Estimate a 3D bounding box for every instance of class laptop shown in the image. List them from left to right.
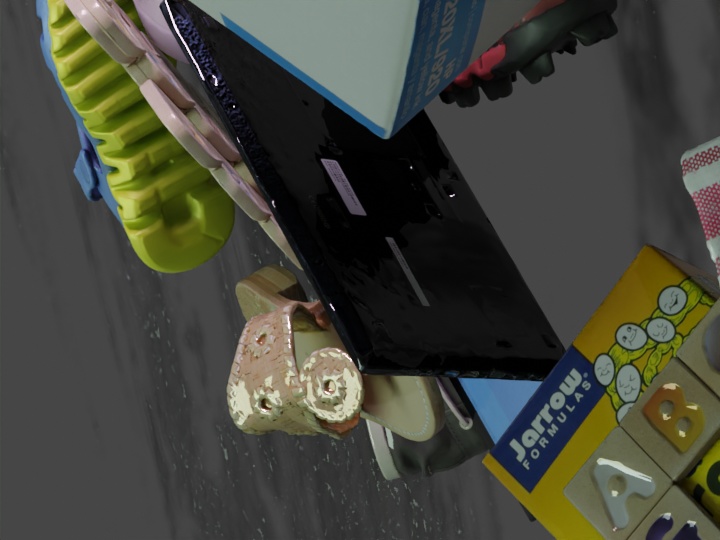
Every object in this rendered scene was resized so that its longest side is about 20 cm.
[{"bbox_3d":[0.000,0.000,1.163,0.103,0.199,0.178,-46,60,29],"label":"laptop"}]

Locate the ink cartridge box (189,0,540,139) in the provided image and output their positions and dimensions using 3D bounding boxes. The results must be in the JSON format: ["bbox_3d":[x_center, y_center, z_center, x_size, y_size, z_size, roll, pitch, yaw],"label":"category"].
[{"bbox_3d":[0.024,-0.181,1.001,0.147,0.200,0.145,35,147,19],"label":"ink cartridge box"}]

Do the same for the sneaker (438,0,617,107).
[{"bbox_3d":[0.031,-0.123,1.216,0.200,0.071,0.098,10,125,61],"label":"sneaker"}]

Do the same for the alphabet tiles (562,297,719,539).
[{"bbox_3d":[0.182,0.055,1.012,0.200,0.008,0.167,-52,55,12],"label":"alphabet tiles"}]

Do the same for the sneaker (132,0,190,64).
[{"bbox_3d":[-0.086,-0.163,1.395,0.200,0.073,0.085,41,149,41],"label":"sneaker"}]

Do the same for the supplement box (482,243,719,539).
[{"bbox_3d":[0.162,0.099,1.085,0.200,0.109,0.109,44,-168,35],"label":"supplement box"}]

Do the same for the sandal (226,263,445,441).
[{"bbox_3d":[-0.030,0.050,1.327,0.078,0.069,0.212,63,166,-17],"label":"sandal"}]

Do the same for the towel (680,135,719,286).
[{"bbox_3d":[0.196,0.027,0.967,0.146,0.030,0.201,-22,77,27],"label":"towel"}]

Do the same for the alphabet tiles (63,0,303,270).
[{"bbox_3d":[-0.085,-0.081,1.404,0.200,0.015,0.196,48,-176,-38],"label":"alphabet tiles"}]

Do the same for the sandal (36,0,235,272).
[{"bbox_3d":[-0.131,-0.097,1.543,0.087,0.079,0.201,30,137,55],"label":"sandal"}]

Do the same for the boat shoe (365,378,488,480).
[{"bbox_3d":[0.016,0.001,1.395,0.067,0.057,0.201,-75,-29,-74],"label":"boat shoe"}]
